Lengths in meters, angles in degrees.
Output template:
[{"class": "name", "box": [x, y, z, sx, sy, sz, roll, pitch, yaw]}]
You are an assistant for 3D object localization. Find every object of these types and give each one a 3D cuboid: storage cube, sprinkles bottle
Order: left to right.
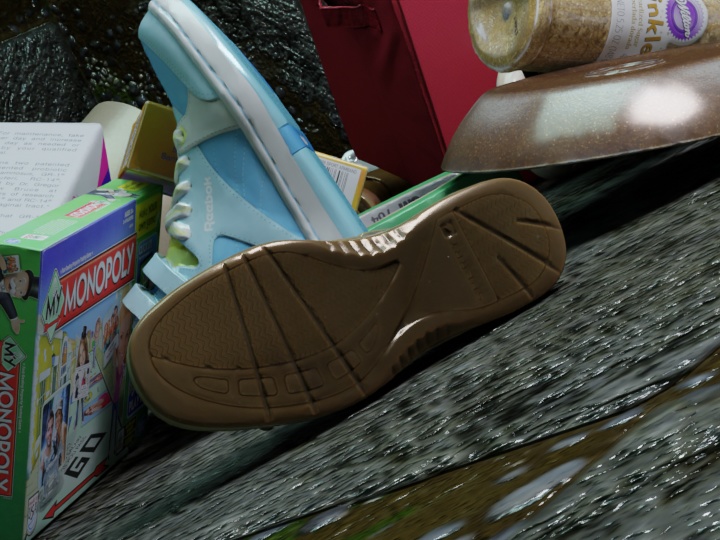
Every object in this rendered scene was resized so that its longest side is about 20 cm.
[{"class": "storage cube", "box": [0.076, -0.169, 1.537, 0.200, 0.180, 0.171, -29, 28, -17]}, {"class": "sprinkles bottle", "box": [0.157, -0.137, 1.228, 0.199, 0.069, 0.068, 0, -12, -32]}]

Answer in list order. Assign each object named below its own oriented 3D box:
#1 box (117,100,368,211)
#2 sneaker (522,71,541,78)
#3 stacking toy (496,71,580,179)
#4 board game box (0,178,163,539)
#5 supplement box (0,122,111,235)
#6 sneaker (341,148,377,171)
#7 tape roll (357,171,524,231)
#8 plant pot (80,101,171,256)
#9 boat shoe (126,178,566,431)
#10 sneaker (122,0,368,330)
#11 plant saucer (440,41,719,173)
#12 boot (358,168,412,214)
[{"class": "box", "box": [-0.069, -0.052, 1.203, 0.119, 0.042, 0.200, 16, 0, -8]}, {"class": "sneaker", "box": [0.135, -0.153, 1.342, 0.089, 0.079, 0.201, -14, 49, 19]}, {"class": "stacking toy", "box": [0.188, -0.125, 1.388, 0.199, 0.086, 0.085, -19, 8, 28]}, {"class": "board game box", "box": [-0.137, 0.037, 1.054, 0.029, 0.135, 0.200, 8, 12, 9]}, {"class": "supplement box", "box": [-0.195, 0.016, 1.123, 0.103, 0.102, 0.200, 0, 35, 9]}, {"class": "sneaker", "box": [0.018, -0.071, 1.764, 0.199, 0.071, 0.073, -26, 4, 14]}, {"class": "tape roll", "box": [0.000, 0.000, 1.190, 0.200, 0.048, 0.200, -27, 5, 2]}, {"class": "plant pot", "box": [-0.207, 0.007, 1.686, 0.200, 0.187, 0.187, -45, 12, -25]}, {"class": "boat shoe", "box": [-0.008, 0.020, 0.912, 0.199, 0.074, 0.063, -17, -7, -27]}, {"class": "sneaker", "box": [-0.079, -0.026, 1.060, 0.130, 0.200, 0.080, -35, -11, 5]}, {"class": "plant saucer", "box": [0.135, -0.086, 1.113, 0.200, 0.037, 0.200, -12, 8, 2]}, {"class": "boot", "box": [-0.007, -0.036, 1.606, 0.155, 0.077, 0.200, -25, -5, -38]}]
